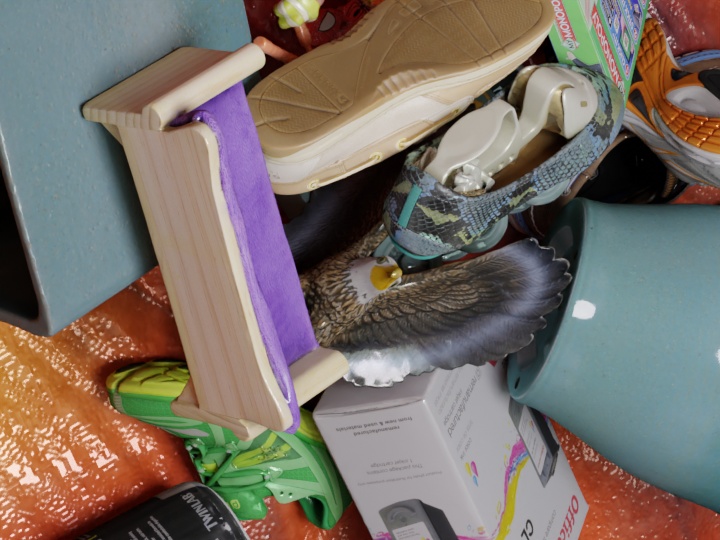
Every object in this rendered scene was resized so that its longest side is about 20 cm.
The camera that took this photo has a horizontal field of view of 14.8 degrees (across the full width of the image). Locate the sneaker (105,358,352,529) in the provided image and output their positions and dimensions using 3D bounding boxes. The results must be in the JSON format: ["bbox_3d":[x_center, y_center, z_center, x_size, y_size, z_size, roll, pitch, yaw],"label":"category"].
[{"bbox_3d":[-0.074,0.112,1.735,0.200,0.074,0.084,25,87,-32],"label":"sneaker"}]

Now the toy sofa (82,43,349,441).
[{"bbox_3d":[-0.065,-0.015,1.484,0.083,0.097,0.200,-34,120,-37],"label":"toy sofa"}]

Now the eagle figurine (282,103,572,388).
[{"bbox_3d":[0.004,0.001,1.637,0.200,0.151,0.152,-28,128,-28],"label":"eagle figurine"}]

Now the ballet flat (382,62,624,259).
[{"bbox_3d":[0.091,-0.078,1.591,0.200,0.074,0.074,-42,122,-37],"label":"ballet flat"}]

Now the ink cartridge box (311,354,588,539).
[{"bbox_3d":[0.062,0.123,1.769,0.200,0.085,0.148,63,31,-26],"label":"ink cartridge box"}]

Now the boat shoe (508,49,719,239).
[{"bbox_3d":[0.192,-0.075,1.832,0.200,0.072,0.072,-35,119,-16],"label":"boat shoe"}]

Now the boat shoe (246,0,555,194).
[{"bbox_3d":[0.020,-0.105,1.584,0.200,0.074,0.069,-26,150,-18],"label":"boat shoe"}]

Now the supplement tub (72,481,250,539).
[{"bbox_3d":[-0.158,0.223,1.691,0.200,0.122,0.123,-27,115,-20],"label":"supplement tub"}]

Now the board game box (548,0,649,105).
[{"bbox_3d":[0.133,-0.204,1.676,0.200,0.029,0.135,65,33,-45],"label":"board game box"}]

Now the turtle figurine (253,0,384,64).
[{"bbox_3d":[0.000,-0.189,1.637,0.200,0.064,0.162,-8,64,-39],"label":"turtle figurine"}]

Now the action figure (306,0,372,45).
[{"bbox_3d":[0.050,-0.164,1.734,0.200,0.065,0.052,-14,133,-27],"label":"action figure"}]

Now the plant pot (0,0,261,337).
[{"bbox_3d":[-0.167,-0.105,1.559,0.200,0.196,0.197,-27,116,-31],"label":"plant pot"}]

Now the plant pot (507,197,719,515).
[{"bbox_3d":[0.199,0.045,1.730,0.187,0.200,0.201,17,96,-10],"label":"plant pot"}]

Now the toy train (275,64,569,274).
[{"bbox_3d":[0.042,-0.058,1.740,0.200,0.085,0.114,-37,96,-14],"label":"toy train"}]

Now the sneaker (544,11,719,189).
[{"bbox_3d":[0.194,-0.097,1.760,0.076,0.200,0.092,-40,135,-9],"label":"sneaker"}]
